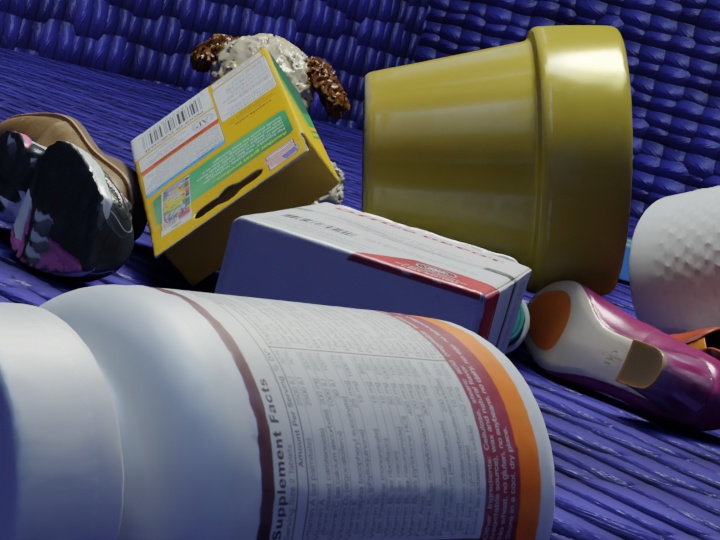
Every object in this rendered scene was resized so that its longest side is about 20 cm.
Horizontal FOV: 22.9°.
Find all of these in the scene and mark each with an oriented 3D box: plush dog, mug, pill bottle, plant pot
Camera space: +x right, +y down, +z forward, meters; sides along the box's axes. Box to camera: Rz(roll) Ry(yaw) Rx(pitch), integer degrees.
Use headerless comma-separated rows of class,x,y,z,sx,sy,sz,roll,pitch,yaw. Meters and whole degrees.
plush dog,-0.107,-0.145,1.721,0.200,0.172,0.160,18,8,11
mug,0.317,0.018,1.408,0.175,0.200,0.148,-10,-53,44
pill bottle,-0.043,0.061,0.503,0.109,0.110,0.200,22,10,42
plant pot,0.095,-0.083,1.328,0.188,0.201,0.201,1,7,0

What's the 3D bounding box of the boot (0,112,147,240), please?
boot,-0.240,-0.076,1.332,0.075,0.074,0.200,1,18,-40

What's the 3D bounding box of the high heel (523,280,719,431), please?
high heel,0.190,0.061,1.235,0.096,0.067,0.200,25,-3,-27

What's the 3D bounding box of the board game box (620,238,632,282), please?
board game box,0.373,-0.001,2.172,0.200,0.045,0.152,14,7,-7

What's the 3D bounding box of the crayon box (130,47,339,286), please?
crayon box,-0.089,-0.069,1.237,0.052,0.126,0.200,53,7,-27

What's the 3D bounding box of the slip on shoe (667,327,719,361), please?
slip on shoe,0.251,0.069,1.298,0.074,0.061,0.200,8,9,-38

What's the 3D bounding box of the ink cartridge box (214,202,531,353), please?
ink cartridge box,0.010,0.022,1.036,0.146,0.083,0.200,17,8,11

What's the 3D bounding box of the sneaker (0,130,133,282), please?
sneaker,-0.180,-0.040,1.156,0.086,0.080,0.200,24,7,-32

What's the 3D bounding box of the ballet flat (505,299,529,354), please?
ballet flat,0.019,0.016,1.236,0.200,0.070,0.069,19,7,-1
